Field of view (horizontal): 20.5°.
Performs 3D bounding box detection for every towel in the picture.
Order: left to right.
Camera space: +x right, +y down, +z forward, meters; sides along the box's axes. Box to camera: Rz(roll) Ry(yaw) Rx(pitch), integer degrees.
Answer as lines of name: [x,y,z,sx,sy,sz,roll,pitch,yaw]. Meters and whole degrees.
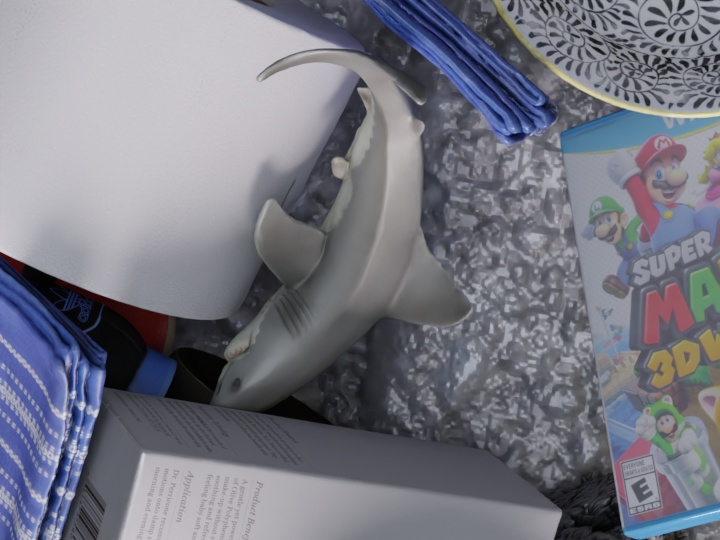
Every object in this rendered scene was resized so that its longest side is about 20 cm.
towel: [-0.178,0.082,0.863,0.145,0.024,0.201,39,121,35]
towel: [0.027,-0.108,0.867,0.145,0.200,0.024,42,97,2]

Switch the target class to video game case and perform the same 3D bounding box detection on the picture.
video game case: [0.169,0.007,0.895,0.143,0.018,0.201,-19,65,29]

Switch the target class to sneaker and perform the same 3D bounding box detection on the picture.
sneaker: [-0.173,0.087,0.922,0.078,0.070,0.200,39,109,-14]

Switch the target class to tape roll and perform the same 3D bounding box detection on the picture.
tape roll: [-0.117,-0.085,0.898,0.202,0.203,0.139,29,100,4]

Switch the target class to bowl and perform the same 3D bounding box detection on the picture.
bowl: [0.150,-0.172,0.902,0.200,0.094,0.202,1,97,9]

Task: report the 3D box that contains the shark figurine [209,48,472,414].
shark figurine: [0.013,-0.018,0.847,0.089,0.128,0.215,40,135,23]

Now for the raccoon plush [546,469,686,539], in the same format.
raccoon plush: [0.111,0.179,0.975,0.200,0.097,0.134,-13,111,40]

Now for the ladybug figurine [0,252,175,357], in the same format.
ladybug figurine: [-0.179,0.050,0.989,0.200,0.072,0.136,-41,89,11]

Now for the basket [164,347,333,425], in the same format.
basket: [-0.093,0.150,0.960,0.180,0.136,0.200,32,96,19]

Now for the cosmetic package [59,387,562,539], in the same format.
cosmetic package: [-0.026,0.125,0.858,0.199,0.085,0.108,12,100,-26]
